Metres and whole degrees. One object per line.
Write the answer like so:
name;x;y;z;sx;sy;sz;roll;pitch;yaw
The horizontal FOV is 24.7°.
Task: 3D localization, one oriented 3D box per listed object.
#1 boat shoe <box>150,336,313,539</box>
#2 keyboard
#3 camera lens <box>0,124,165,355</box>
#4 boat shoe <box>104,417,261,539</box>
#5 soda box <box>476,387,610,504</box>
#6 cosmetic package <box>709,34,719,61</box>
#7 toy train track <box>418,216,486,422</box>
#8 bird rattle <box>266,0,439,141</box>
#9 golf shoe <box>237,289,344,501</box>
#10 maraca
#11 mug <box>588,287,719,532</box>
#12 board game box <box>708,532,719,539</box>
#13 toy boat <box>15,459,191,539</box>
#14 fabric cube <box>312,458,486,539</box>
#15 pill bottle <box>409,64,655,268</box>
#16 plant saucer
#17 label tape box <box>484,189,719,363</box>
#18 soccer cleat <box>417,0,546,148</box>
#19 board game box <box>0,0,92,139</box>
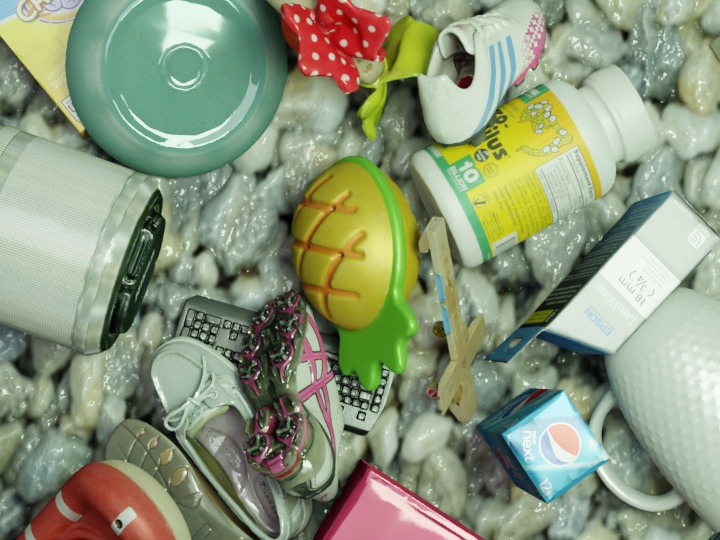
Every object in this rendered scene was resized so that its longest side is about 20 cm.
boat shoe;-0.115;0.145;1.408;0.074;0.065;0.203;-34;84;11
keyboard;-0.073;0.096;1.452;0.198;0.040;0.105;16;85;0
camera lens;-0.275;-0.029;1.393;0.198;0.160;0.162;20;86;-1
boat shoe;-0.147;0.213;1.428;0.076;0.072;0.200;-41;77;6
soda box;0.149;0.143;1.375;0.064;0.200;0.068;-34;88;-4
cosmetic package;0.413;-0.153;1.462;0.103;0.087;0.201;-34;88;-5
toy train track;0.069;0.044;1.415;0.032;0.115;0.202;5;126;24
bird rattle;-0.028;-0.196;1.407;0.163;0.199;0.113;41;104;28
golf shoe;-0.055;0.108;1.407;0.072;0.092;0.202;-27;43;25
maraca;0.000;0.000;1.415;0.106;0.137;0.202;-2;69;-32
mug;0.283;0.125;1.422;0.176;0.147;0.200;49;116;7
board game box;0.304;0.267;1.405;0.200;0.135;0.035;-42;88;-3
toy boat;-0.234;0.250;1.356;0.131;0.130;0.200;48;120;8
fabric cube;0.031;0.295;1.362;0.195;0.200;0.200;33;86;2
pill bottle;0.152;-0.096;1.437;0.199;0.113;0.114;-28;87;-3
plant saucer;-0.156;-0.178;1.434;0.198;0.036;0.203;-4;104;-16
label tape box;0.205;0.027;1.415;0.063;0.144;0.200;44;86;-1
soccer cleat;0.106;-0.191;1.415;0.069;0.087;0.201;-1;41;31
board game box;-0.254;-0.243;1.469;0.153;0.040;0.200;-40;88;-4
